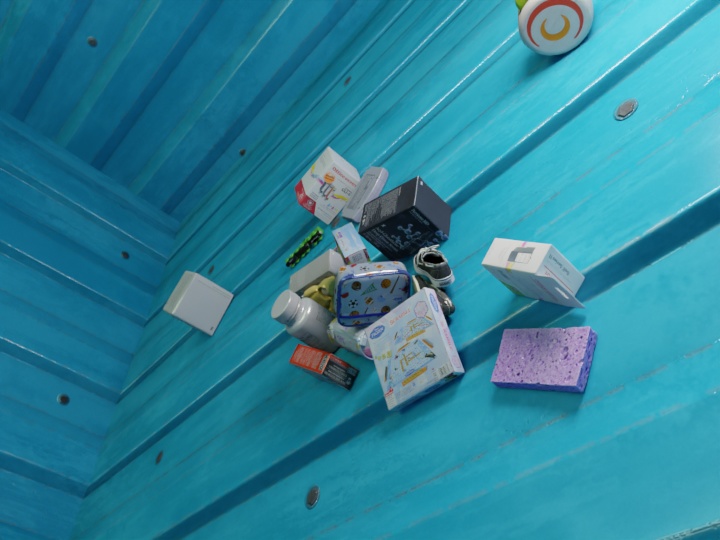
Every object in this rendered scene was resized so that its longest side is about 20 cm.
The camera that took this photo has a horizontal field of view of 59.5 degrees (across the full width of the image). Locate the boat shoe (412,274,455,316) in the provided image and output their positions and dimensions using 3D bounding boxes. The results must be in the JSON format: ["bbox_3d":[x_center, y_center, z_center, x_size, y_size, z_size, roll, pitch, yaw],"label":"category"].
[{"bbox_3d":[0.168,0.061,1.497,0.067,0.073,0.200,-16,22,-5],"label":"boat shoe"}]

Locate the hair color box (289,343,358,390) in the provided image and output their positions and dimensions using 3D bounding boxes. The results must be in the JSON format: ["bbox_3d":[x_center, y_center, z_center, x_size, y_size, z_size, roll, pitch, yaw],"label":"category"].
[{"bbox_3d":[-0.100,0.254,1.672,0.199,0.101,0.062,5,64,59],"label":"hair color box"}]

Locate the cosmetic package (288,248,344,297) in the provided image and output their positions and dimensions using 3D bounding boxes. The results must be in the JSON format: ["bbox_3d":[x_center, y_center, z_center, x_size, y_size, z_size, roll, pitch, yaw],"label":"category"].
[{"bbox_3d":[-0.117,0.029,1.889,0.199,0.106,0.091,-31,43,40],"label":"cosmetic package"}]

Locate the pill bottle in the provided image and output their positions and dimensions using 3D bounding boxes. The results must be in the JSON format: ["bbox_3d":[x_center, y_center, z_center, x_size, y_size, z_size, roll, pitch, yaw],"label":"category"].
[{"bbox_3d":[-0.146,0.142,1.757,0.114,0.199,0.115,-38,31,29],"label":"pill bottle"}]

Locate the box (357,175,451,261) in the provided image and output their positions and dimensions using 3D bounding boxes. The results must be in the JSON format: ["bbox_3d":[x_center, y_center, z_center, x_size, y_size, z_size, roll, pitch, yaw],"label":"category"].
[{"bbox_3d":[0.117,-0.131,1.657,0.198,0.148,0.108,-25,41,38],"label":"box"}]

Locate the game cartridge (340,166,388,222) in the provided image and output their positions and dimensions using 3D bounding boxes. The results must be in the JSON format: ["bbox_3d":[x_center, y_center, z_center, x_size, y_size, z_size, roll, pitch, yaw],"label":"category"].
[{"bbox_3d":[0.015,-0.252,2.095,0.202,0.040,0.133,-59,24,-4],"label":"game cartridge"}]

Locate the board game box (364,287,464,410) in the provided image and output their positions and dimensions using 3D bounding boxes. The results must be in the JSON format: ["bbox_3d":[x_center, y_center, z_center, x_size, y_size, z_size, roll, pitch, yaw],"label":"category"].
[{"bbox_3d":[0.113,0.175,1.389,0.199,0.041,0.202,-37,58,33],"label":"board game box"}]

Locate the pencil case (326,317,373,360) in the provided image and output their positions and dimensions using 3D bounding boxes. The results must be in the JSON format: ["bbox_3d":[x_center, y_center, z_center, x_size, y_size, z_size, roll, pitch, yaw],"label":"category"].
[{"bbox_3d":[-0.010,0.172,1.624,0.199,0.090,0.084,11,69,60],"label":"pencil case"}]

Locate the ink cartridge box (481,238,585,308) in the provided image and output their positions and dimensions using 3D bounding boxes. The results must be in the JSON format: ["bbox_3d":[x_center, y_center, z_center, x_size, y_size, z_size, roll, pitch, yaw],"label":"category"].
[{"bbox_3d":[0.339,0.003,1.198,0.068,0.117,0.199,-57,27,-9],"label":"ink cartridge box"}]

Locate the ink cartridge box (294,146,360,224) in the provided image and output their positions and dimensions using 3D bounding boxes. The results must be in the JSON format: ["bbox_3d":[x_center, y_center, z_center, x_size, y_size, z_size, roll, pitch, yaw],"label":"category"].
[{"bbox_3d":[-0.114,-0.302,2.239,0.200,0.144,0.145,-48,28,17],"label":"ink cartridge box"}]

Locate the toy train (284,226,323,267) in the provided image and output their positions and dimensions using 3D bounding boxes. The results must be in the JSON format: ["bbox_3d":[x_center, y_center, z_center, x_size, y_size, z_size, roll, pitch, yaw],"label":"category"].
[{"bbox_3d":[-0.204,-0.084,2.273,0.200,0.042,0.057,-42,21,27],"label":"toy train"}]

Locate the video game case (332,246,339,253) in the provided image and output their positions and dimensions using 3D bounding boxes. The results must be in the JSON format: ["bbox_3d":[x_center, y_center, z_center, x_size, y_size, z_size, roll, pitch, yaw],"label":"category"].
[{"bbox_3d":[-0.115,0.026,2.026,0.200,0.024,0.184,-41,31,30],"label":"video game case"}]

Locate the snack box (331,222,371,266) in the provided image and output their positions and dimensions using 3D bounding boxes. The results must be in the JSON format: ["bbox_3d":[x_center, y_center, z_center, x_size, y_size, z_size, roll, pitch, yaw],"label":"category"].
[{"bbox_3d":[0.000,0.000,1.669,0.067,0.202,0.169,-24,29,-2],"label":"snack box"}]

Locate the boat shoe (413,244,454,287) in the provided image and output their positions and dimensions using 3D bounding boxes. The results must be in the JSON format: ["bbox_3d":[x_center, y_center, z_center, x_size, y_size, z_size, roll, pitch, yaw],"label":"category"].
[{"bbox_3d":[0.168,-0.023,1.519,0.072,0.069,0.200,-19,20,0],"label":"boat shoe"}]

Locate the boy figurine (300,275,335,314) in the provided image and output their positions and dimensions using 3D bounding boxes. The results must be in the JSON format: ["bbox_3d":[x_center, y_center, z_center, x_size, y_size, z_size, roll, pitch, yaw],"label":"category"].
[{"bbox_3d":[-0.113,0.096,1.837,0.201,0.124,0.065,-54,-2,42],"label":"boy figurine"}]

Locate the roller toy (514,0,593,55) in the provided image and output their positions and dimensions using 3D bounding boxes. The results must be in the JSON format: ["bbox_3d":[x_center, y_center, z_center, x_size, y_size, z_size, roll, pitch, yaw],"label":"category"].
[{"bbox_3d":[0.489,-0.655,1.588,0.179,0.201,0.141,-5,50,20],"label":"roller toy"}]

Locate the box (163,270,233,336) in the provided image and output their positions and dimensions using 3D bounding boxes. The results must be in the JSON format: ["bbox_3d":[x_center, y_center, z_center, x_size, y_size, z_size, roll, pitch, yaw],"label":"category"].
[{"bbox_3d":[-0.682,0.136,2.647,0.171,0.198,0.202,8,67,60],"label":"box"}]

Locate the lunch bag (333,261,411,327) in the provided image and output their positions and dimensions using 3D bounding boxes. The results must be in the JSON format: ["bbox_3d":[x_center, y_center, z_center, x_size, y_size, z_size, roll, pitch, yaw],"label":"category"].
[{"bbox_3d":[0.033,0.063,1.548,0.076,0.196,0.163,-117,27,-61],"label":"lunch bag"}]

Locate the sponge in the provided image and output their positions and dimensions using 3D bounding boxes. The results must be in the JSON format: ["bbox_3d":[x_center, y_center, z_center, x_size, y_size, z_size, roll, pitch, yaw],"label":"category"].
[{"bbox_3d":[0.328,0.160,1.145,0.199,0.030,0.113,-10,53,55],"label":"sponge"}]
